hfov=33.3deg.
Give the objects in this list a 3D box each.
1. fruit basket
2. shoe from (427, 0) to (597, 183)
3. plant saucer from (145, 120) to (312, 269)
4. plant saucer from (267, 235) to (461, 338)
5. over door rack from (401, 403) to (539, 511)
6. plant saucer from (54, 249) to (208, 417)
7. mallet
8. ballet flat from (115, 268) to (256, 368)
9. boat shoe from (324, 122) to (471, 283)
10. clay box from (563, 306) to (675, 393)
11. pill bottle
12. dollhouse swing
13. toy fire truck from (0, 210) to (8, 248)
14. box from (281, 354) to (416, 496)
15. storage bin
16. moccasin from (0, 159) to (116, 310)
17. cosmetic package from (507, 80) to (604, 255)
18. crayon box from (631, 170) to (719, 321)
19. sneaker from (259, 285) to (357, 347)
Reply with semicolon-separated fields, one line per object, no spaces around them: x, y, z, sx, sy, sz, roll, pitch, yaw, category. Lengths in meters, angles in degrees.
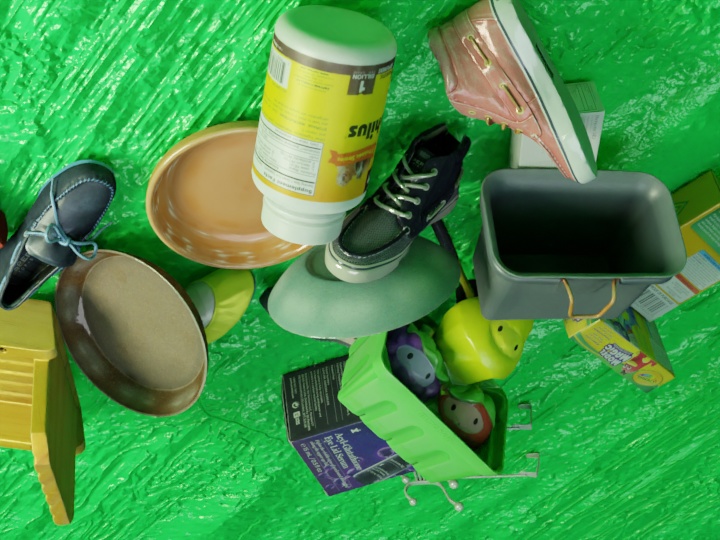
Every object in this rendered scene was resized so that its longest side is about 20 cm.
0.105;0.109;1.309;0.214;0.156;0.216;5;127;7;fruit basket
0.142;-0.157;1.121;0.091;0.072;0.201;-24;110;21;shoe
-0.116;-0.080;1.217;0.199;0.038;0.201;-6;139;-5;plant saucer
0.000;0.000;1.212;0.200;0.201;0.039;-12;116;1;plant saucer
0.150;0.263;1.649;0.199;0.067;0.148;-12;141;3;over door rack
-0.239;0.063;1.286;0.199;0.034;0.201;14;121;24;plant saucer
0.104;-0.015;1.347;0.041;0.066;0.200;-22;124;8;mallet
-0.199;0.059;1.329;0.200;0.067;0.067;-35;161;30;ballet flat
0.037;-0.072;1.170;0.074;0.200;0.093;29;134;17;boat shoe
0.282;0.052;1.394;0.048;0.115;0.200;-35;133;26;clay box
-0.037;-0.128;1.086;0.109;0.109;0.201;3;122;-16;pill bottle
-0.386;0.157;1.295;0.181;0.176;0.200;7;140;4;dollhouse swing
-0.452;-0.065;1.152;0.141;0.049;0.200;-22;139;14;toy fire truck
0.021;0.179;1.494;0.199;0.105;0.148;-18;139;10;box
0.210;-0.006;1.227;0.199;0.146;0.135;-1;150;-10;storage bin
-0.304;-0.028;1.211;0.080;0.068;0.200;20;131;-31;moccasin
0.196;-0.102;1.246;0.082;0.051;0.200;-5;139;-3;cosmetic package
0.375;-0.032;1.366;0.200;0.052;0.126;-33;135;26;crayon box
-0.018;0.039;1.365;0.199;0.070;0.082;18;116;-33;sneaker
